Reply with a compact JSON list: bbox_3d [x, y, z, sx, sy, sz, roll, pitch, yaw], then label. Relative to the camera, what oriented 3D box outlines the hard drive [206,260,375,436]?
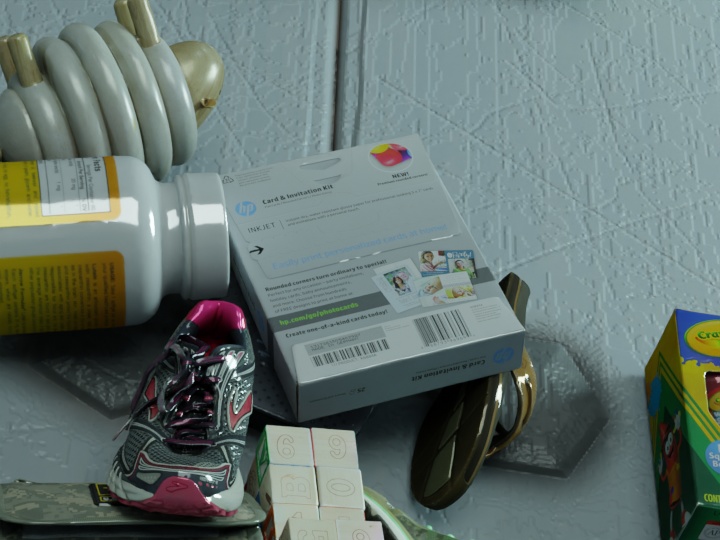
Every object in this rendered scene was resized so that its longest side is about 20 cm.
[{"bbox_3d":[-0.034,0.034,1.455,0.134,0.042,0.200,22,48,4],"label":"hard drive"}]

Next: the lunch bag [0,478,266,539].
[{"bbox_3d":[-0.136,0.195,1.237,0.163,0.118,0.201,2,43,-14],"label":"lunch bag"}]

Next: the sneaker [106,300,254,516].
[{"bbox_3d":[-0.103,0.083,1.273,0.080,0.075,0.200,9,22,-4],"label":"sneaker"}]

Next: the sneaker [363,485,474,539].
[{"bbox_3d":[0.057,0.191,1.310,0.088,0.077,0.200,-6,29,-40],"label":"sneaker"}]

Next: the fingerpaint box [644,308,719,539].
[{"bbox_3d":[0.302,0.122,1.453,0.199,0.074,0.167,9,48,-8],"label":"fingerpaint box"}]

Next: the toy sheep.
[{"bbox_3d":[-0.186,-0.111,1.482,0.199,0.138,0.138,-20,56,-14],"label":"toy sheep"}]

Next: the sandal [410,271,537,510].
[{"bbox_3d":[0.087,0.083,1.439,0.055,0.082,0.200,36,39,-13],"label":"sandal"}]

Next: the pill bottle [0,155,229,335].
[{"bbox_3d":[-0.188,-0.017,1.394,0.199,0.111,0.111,-4,50,-10],"label":"pill bottle"}]

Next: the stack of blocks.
[{"bbox_3d":[-0.027,0.190,1.266,0.058,0.115,0.201,6,49,-15],"label":"stack of blocks"}]

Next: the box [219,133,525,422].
[{"bbox_3d":[0.000,0.000,1.421,0.155,0.041,0.200,-13,48,-15],"label":"box"}]
